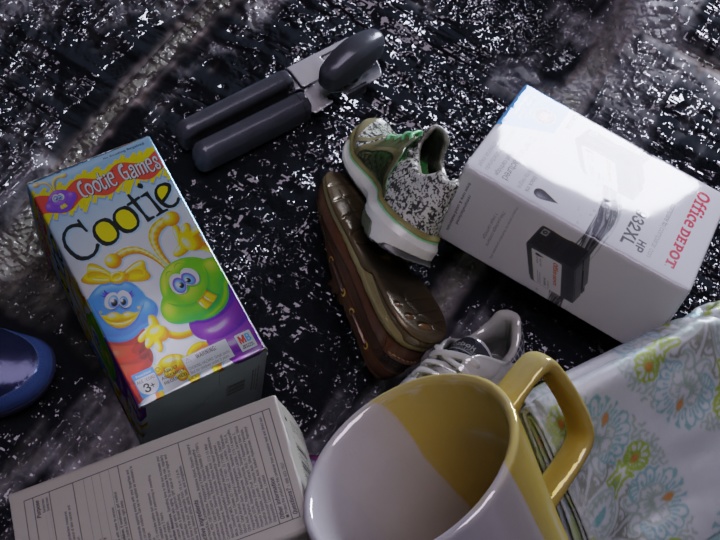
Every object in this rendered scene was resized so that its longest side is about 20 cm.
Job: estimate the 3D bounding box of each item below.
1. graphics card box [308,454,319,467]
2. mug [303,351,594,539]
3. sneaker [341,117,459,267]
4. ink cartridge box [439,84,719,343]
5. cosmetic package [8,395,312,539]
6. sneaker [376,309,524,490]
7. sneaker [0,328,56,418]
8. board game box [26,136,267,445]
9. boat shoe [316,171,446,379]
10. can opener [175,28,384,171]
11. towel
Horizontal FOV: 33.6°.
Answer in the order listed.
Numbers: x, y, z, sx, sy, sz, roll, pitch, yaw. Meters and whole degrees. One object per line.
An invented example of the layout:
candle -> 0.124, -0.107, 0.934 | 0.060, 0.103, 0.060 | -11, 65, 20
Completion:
graphics card box -> 0.011, 0.203, 0.870 | 0.199, 0.051, 0.126 | 5, 62, -5
mug -> 0.080, 0.163, 0.770 | 0.186, 0.153, 0.150 | -30, 30, 7
sneaker -> 0.044, -0.084, 0.970 | 0.077, 0.089, 0.200 | 28, 24, -26
ink cartridge box -> 0.185, -0.046, 0.986 | 0.200, 0.084, 0.145 | 31, 44, 8
cosmetic package -> -0.128, 0.174, 0.815 | 0.199, 0.073, 0.104 | -20, 60, 3
sneaker -> 0.053, 0.096, 0.883 | 0.076, 0.081, 0.200 | 29, 40, 27
sneaker -> -0.327, 0.062, 0.876 | 0.199, 0.082, 0.074 | 6, 61, -7
board game box -> -0.164, 0.018, 0.910 | 0.103, 0.105, 0.200 | -24, 68, -19
boat shoe -> 0.000, 0.000, 0.960 | 0.072, 0.068, 0.200 | 15, 37, -38
can opener -> -0.066, -0.158, 1.036 | 0.200, 0.067, 0.053 | -30, 70, -22
towel -> 0.225, 0.138, 0.895 | 0.200, 0.048, 0.172 | -23, 100, -19
